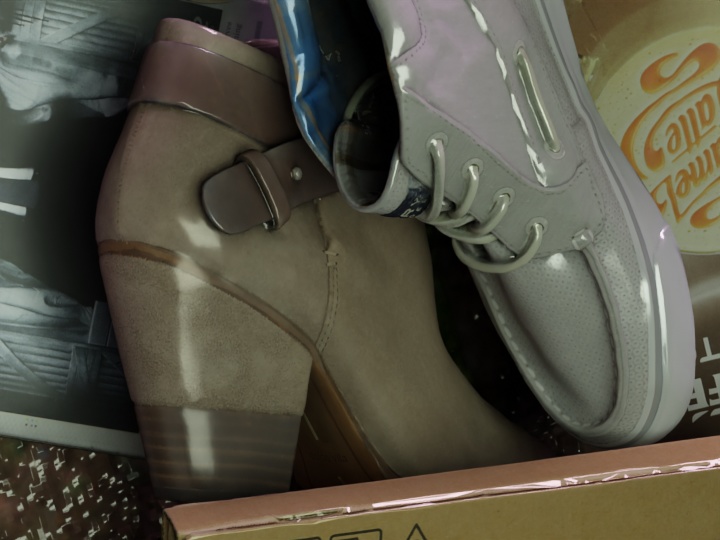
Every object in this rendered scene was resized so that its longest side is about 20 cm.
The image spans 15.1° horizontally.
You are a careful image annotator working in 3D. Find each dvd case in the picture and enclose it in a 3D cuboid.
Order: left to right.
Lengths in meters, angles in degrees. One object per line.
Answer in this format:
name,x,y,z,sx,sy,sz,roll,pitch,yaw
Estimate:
dvd case,-0.127,-0.029,0.823,0.199,0.025,0.152,11,92,-24

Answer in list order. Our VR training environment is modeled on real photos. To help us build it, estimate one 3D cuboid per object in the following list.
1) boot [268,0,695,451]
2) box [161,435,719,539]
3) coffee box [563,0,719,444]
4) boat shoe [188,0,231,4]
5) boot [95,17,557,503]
boot,0.028,-0.027,0.796,0.095,0.073,0.201,-29,100,-46
box,0.036,0.136,0.811,0.198,0.021,0.165,-6,112,-21
coffee box,0.110,-0.052,0.871,0.113,0.080,0.201,-14,103,6
boat shoe,-0.027,-0.181,0.817,0.071,0.065,0.202,17,85,-20
boot,0.000,0.000,0.845,0.199,0.070,0.148,7,85,-49
